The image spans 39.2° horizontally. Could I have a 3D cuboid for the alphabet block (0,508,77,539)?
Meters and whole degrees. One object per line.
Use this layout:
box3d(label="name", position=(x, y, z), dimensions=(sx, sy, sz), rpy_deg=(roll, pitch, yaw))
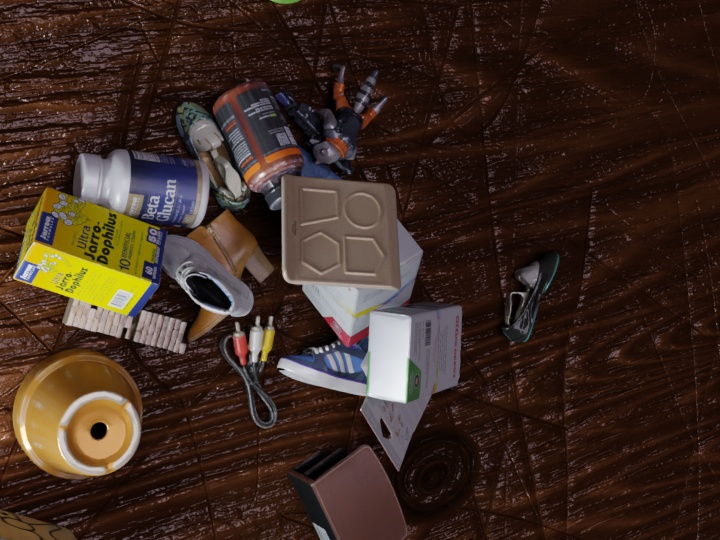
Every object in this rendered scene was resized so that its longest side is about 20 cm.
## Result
box3d(label="alphabet block", position=(-0.529, 0.480, 1.502), dimensions=(0.194, 0.199, 0.199), rpy_deg=(26, 81, -25))

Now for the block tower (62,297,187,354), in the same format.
box3d(label="block tower", position=(-0.378, 0.084, 1.638), dimensions=(0.198, 0.054, 0.059), rpy_deg=(19, 85, -28))

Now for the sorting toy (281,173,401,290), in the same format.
box3d(label="sorting toy", position=(-0.032, -0.058, 1.607), dimensions=(0.197, 0.037, 0.188), rpy_deg=(6, 65, -18))

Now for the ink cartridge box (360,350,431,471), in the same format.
box3d(label="ink cartridge box", position=(0.052, 0.229, 1.810), dimensions=(0.177, 0.044, 0.201), rpy_deg=(-61, 142, -32))

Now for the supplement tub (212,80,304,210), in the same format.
box3d(label="supplement tub", position=(-0.161, -0.204, 1.672), dimensions=(0.106, 0.107, 0.202), rpy_deg=(-22, 81, -24))

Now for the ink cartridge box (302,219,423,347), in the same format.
box3d(label="ink cartridge box", position=(0.000, 0.000, 1.726), dimensions=(0.144, 0.201, 0.146), rpy_deg=(-30, 67, -22))

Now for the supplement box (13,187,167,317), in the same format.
box3d(label="supplement box", position=(-0.414, -0.025, 1.556), dimensions=(0.198, 0.109, 0.110), rpy_deg=(20, 49, -25))

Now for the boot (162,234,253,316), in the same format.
box3d(label="boot", position=(-0.264, 0.004, 1.621), dimensions=(0.199, 0.096, 0.074), rpy_deg=(32, 94, 11))

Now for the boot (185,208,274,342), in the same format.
box3d(label="boot", position=(-0.257, 0.006, 1.700), dimensions=(0.201, 0.071, 0.144), rpy_deg=(-44, 98, -9))

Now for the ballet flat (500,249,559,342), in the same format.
box3d(label="ballet flat", position=(0.333, 0.043, 2.004), dimensions=(0.068, 0.068, 0.202), rpy_deg=(24, 81, -18))

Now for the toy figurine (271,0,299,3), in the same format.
box3d(label="toy figurine", position=(-0.075, -0.545, 1.686), dimensions=(0.198, 0.183, 0.152), rpy_deg=(-23, 104, -25))

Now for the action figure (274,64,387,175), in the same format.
box3d(label="action figure", position=(-0.045, -0.273, 1.757), dimensions=(0.199, 0.104, 0.195), rpy_deg=(38, 60, -30))

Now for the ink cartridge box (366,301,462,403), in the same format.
box3d(label="ink cartridge box", position=(0.096, 0.136, 1.745), dimensions=(0.199, 0.083, 0.147), rpy_deg=(-6, 100, -59))

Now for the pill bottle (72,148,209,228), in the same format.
box3d(label="pill bottle", position=(-0.350, -0.132, 1.608), dimensions=(0.198, 0.111, 0.113), rpy_deg=(5, 91, -27))

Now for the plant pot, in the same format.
box3d(label="plant pot", position=(-0.419, 0.233, 1.553), dimensions=(0.198, 0.183, 0.203), rpy_deg=(-2, 94, -27))

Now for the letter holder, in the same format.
box3d(label="letter holder", position=(-0.017, 0.419, 1.824), dimensions=(0.141, 0.100, 0.202), rpy_deg=(-31, 107, -25))

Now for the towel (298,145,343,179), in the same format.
box3d(label="towel", position=(-0.083, -0.132, 1.784), dimensions=(0.199, 0.048, 0.112), rpy_deg=(37, 76, -25))

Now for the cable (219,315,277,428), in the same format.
box3d(label="cable", position=(-0.188, 0.180, 1.745), dimensions=(0.096, 0.050, 0.203), rpy_deg=(-8, 96, -26))

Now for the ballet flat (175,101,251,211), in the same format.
box3d(label="ballet flat", position=(-0.239, -0.192, 1.687), dimensions=(0.074, 0.074, 0.201), rpy_deg=(-37, 108, -21))

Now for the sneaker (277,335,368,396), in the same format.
box3d(label="sneaker", position=(-0.046, 0.134, 1.809), dimensions=(0.198, 0.080, 0.149), rpy_deg=(18, 77, -24))
